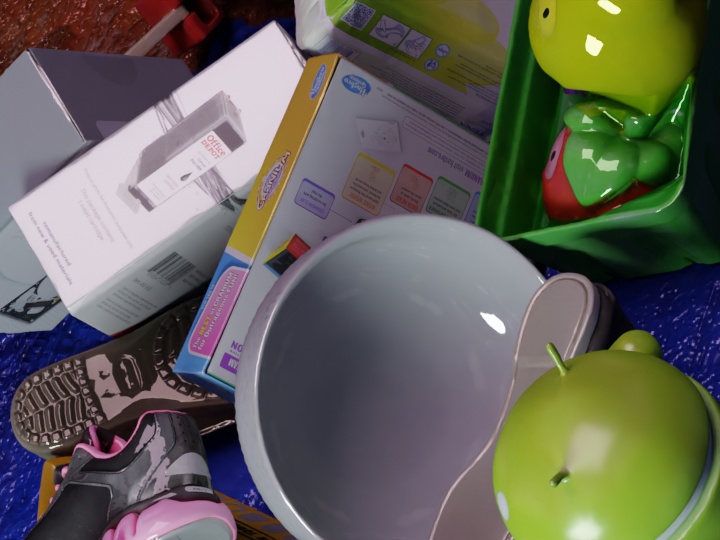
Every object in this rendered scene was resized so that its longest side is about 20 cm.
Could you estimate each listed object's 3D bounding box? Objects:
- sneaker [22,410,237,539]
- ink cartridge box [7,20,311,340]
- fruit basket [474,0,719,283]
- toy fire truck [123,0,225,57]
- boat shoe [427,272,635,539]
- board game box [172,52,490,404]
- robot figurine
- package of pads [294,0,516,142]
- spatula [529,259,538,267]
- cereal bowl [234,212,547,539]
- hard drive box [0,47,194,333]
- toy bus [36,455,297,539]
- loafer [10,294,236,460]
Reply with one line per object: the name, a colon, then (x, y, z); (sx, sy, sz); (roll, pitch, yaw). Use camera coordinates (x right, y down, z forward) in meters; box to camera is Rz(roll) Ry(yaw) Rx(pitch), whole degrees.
sneaker: (-0.146, 0.138, 1.528); (0.200, 0.079, 0.096); (-31, 64, 39)
ink cartridge box: (-0.092, -0.048, 1.670); (0.200, 0.147, 0.083); (-35, 72, 5)
fruit basket: (0.135, -0.115, 1.520); (0.155, 0.216, 0.216); (-11, 53, 34)
toy fire truck: (-0.191, -0.118, 1.862); (0.141, 0.049, 0.200); (-27, 17, 43)
boat shoe: (0.095, 0.100, 1.444); (0.067, 0.057, 0.200); (6, 67, 49)
board game box: (0.000, 0.000, 1.565); (0.040, 0.153, 0.200); (-1, 62, 61)
robot figurine: (0.142, 0.115, 1.337); (0.116, 0.200, 0.176); (-22, 48, 26)
package of pads: (0.032, -0.184, 1.692); (0.068, 0.154, 0.200); (-44, 35, 34)
spatula: (0.101, -0.039, 1.622); (0.056, 0.021, 0.200); (-22, 49, 47)
cereal bowl: (0.019, 0.072, 1.496); (0.083, 0.200, 0.200); (-18, 43, 64)
hard drive box: (-0.203, -0.048, 1.741); (0.200, 0.156, 0.077); (-44, 68, 28)
toy bus: (-0.106, 0.162, 1.592); (0.200, 0.078, 0.065); (19, 109, 46)
loafer: (-0.112, 0.069, 1.676); (0.200, 0.068, 0.076); (-15, 66, 4)
